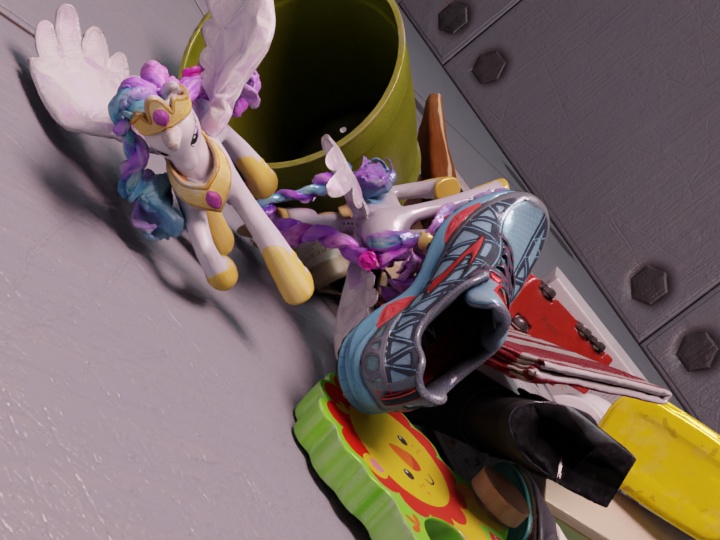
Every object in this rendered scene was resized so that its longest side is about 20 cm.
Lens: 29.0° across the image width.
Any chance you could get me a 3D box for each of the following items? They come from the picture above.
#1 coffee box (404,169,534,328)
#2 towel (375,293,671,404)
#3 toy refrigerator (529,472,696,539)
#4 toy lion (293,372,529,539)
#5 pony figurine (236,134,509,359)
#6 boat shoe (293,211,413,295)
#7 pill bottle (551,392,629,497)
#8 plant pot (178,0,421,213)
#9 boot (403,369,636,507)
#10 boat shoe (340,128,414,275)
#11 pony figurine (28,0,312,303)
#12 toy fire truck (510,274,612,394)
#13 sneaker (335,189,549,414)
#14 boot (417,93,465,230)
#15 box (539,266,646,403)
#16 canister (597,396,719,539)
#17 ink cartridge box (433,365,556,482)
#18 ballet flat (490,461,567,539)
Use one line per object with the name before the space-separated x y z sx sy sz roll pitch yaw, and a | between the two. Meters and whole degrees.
coffee box | 0.109 -0.006 1.505 0.201 0.113 0.080 56 12 16
towel | 0.118 0.062 1.056 0.143 0.023 0.200 13 5 -36
toy refrigerator | 0.207 0.235 1.108 0.199 0.076 0.070 33 32 -11
toy lion | 0.037 0.155 0.910 0.191 0.069 0.200 38 15 -24
pony figurine | 0.016 -0.025 1.027 0.193 0.198 0.168 -139 -135 -74
boat shoe | 0.000 0.000 1.200 0.065 0.072 0.200 65 18 17
pill bottle | 0.227 0.184 1.394 0.114 0.114 0.200 57 13 24
plant pot | -0.031 -0.134 1.226 0.201 0.200 0.193 59 3 30
boot | 0.086 0.103 0.990 0.164 0.066 0.200 20 1 -11
boat shoe | 0.000 -0.067 1.378 0.201 0.072 0.072 61 4 16
pony figurine | -0.106 -0.091 0.890 0.200 0.166 0.194 62 6 -49
toy fire truck | 0.171 0.056 1.353 0.200 0.049 0.141 43 -6 -33
sneaker | 0.077 0.024 0.919 0.095 0.200 0.079 1 -46 54
boot | 0.084 -0.080 1.294 0.189 0.068 0.201 81 8 -60
box | 0.242 0.116 1.623 0.200 0.124 0.097 52 12 -1
canister | 0.266 0.164 1.175 0.148 0.087 0.200 34 1 14
ink cartridge box | 0.123 0.129 1.235 0.176 0.084 0.201 42 16 -47
ballet flat | 0.122 0.222 0.999 0.073 0.073 0.200 46 19 -24
